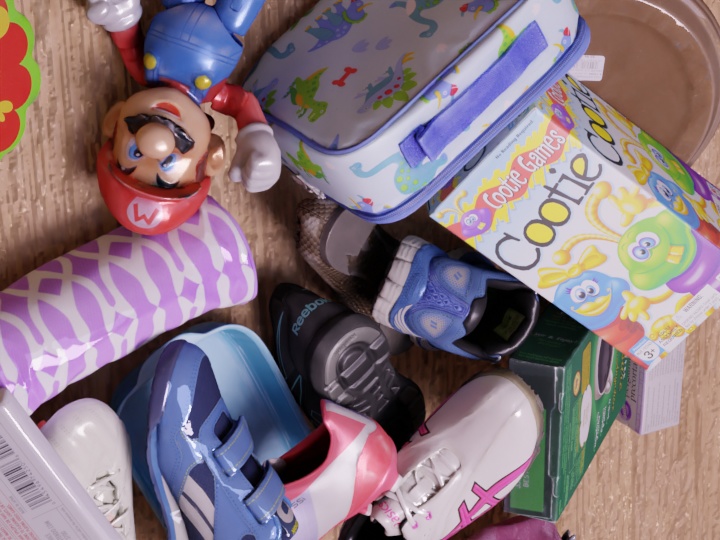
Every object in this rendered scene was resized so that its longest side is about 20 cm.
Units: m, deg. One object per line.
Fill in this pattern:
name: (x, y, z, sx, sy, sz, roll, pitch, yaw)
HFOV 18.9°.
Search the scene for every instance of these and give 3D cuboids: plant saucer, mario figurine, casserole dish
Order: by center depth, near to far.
mario figurine: (-0.104, -0.117, 1.290, 0.106, 0.123, 0.201, 10, 101, -50)
casserole dish: (-0.099, 0.116, 1.446, 0.121, 0.039, 0.201, -38, 128, -16)
plant saucer: (0.153, -0.117, 1.461, 0.198, 0.030, 0.201, -1, 124, -2)

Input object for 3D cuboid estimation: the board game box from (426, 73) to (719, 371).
board game box: (0.147, -0.044, 1.429, 0.199, 0.105, 0.103, 34, 115, -24)

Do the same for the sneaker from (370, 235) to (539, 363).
sneaker: (0.077, 0.031, 1.450, 0.079, 0.089, 0.200, -65, 161, 6)

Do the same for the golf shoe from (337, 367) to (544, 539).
golf shoe: (0.051, 0.144, 1.438, 0.092, 0.073, 0.200, -35, 166, -50)

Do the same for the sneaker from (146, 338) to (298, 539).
sneaker: (-0.082, 0.135, 1.351, 0.074, 0.082, 0.201, -58, 140, -63)

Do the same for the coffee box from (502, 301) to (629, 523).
coffee box: (0.149, 0.078, 1.529, 0.200, 0.044, 0.124, -48, 142, -58)

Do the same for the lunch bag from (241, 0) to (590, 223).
lunch bag: (0.034, -0.127, 1.351, 0.200, 0.161, 0.083, -44, 128, -12)

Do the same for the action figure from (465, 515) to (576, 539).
action figure: (0.057, 0.232, 1.590, 0.199, 0.135, 0.149, 1, 153, -22)

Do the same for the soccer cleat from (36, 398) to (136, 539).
soccer cleat: (-0.168, 0.166, 1.366, 0.069, 0.078, 0.201, -17, 135, -26)

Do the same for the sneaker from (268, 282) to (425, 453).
sneaker: (-0.010, 0.075, 1.471, 0.075, 0.079, 0.200, -43, 147, -18)

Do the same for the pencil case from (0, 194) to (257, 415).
pencil case: (-0.158, 0.027, 1.334, 0.199, 0.084, 0.086, -29, 122, -22)

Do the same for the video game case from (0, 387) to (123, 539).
video game case: (-0.239, 0.182, 1.321, 0.181, 0.023, 0.201, -25, 120, 12)

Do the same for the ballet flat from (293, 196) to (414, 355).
ballet flat: (0.000, 0.000, 1.440, 0.068, 0.046, 0.200, -61, 151, -10)

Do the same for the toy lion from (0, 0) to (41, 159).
toy lion: (-0.261, -0.133, 1.214, 0.191, 0.069, 0.201, 3, 108, -43)

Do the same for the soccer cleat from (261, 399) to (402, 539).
soccer cleat: (-0.059, 0.168, 1.420, 0.076, 0.067, 0.200, 39, 104, -26)

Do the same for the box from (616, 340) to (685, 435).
box: (0.221, 0.024, 1.625, 0.041, 0.039, 0.201, -13, 117, -28)
